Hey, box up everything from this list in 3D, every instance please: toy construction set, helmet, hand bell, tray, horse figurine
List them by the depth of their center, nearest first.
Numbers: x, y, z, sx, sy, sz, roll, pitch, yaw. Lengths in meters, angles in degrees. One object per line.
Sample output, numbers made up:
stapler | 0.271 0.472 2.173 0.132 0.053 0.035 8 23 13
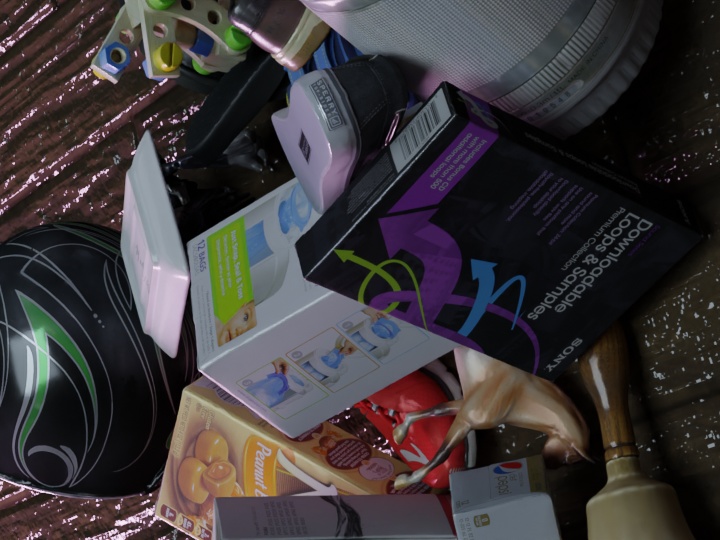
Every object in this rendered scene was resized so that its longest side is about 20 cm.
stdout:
hand bell | 0.158 0.105 1.305 0.104 0.104 0.201 -30 64 49
horse figurine | 0.067 0.053 1.396 0.132 0.050 0.201 -25 64 24
toy construction set | -0.110 -0.219 1.452 0.092 0.130 0.201 -172 90 -66
tray | -0.147 -0.012 1.489 0.200 0.022 0.108 112 141 -70
helmet | -0.212 0.061 1.648 0.200 0.199 0.192 26 111 44

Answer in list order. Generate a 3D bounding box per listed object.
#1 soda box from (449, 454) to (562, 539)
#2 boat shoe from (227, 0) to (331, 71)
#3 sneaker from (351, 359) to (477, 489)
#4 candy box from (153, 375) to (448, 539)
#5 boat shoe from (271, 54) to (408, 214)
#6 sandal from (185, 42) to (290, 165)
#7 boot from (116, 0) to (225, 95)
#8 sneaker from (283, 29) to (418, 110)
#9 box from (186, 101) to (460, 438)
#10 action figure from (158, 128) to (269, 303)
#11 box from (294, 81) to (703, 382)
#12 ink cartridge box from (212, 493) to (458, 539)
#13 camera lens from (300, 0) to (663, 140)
soda box | 0.108 0.223 1.344 0.068 0.063 0.201 -89 -15 -74
boat shoe | -0.045 -0.207 1.306 0.073 0.065 0.201 -45 29 32
sneaker | 0.003 0.080 1.471 0.200 0.085 0.077 50 133 31
candy box | -0.045 0.165 1.525 0.199 0.055 0.116 27 121 21
boat shoe | -0.008 -0.086 1.250 0.070 0.066 0.200 64 171 8
sandal | -0.048 -0.149 1.496 0.200 0.048 0.076 -47 25 27
boot | -0.122 -0.249 1.549 0.212 0.079 0.158 60 137 23
sneaker | -0.008 -0.123 1.372 0.200 0.082 0.074 86 171 -67
box | 0.000 0.000 1.357 0.199 0.101 0.113 -29 45 22
action figure | -0.108 -0.036 1.571 0.200 0.101 0.120 -128 26 -70
box | 0.082 -0.017 1.244 0.143 0.199 0.036 -47 39 29
ink cartridge box | -0.001 0.227 1.414 0.083 0.199 0.148 -115 26 -72
camera lens | 0.058 -0.180 1.216 0.160 0.200 0.161 -27 44 31
